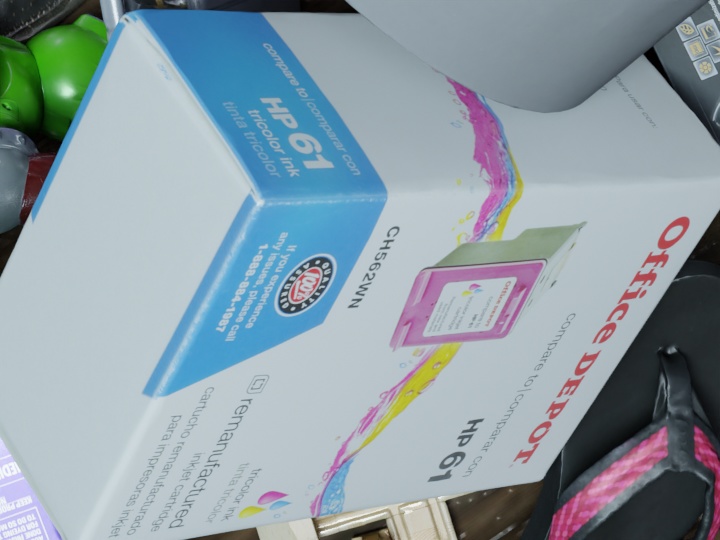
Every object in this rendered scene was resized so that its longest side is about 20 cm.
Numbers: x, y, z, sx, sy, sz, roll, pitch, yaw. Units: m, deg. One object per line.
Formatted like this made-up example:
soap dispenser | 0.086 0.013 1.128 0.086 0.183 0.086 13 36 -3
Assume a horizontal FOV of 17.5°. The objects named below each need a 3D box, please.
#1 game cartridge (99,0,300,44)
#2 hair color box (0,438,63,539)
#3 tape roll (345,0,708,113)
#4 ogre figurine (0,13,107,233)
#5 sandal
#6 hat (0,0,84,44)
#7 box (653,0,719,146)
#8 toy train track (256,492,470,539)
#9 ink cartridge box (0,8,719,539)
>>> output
game cartridge | -0.059 -0.145 0.756 0.041 0.133 0.200 -6 101 17
hair color box | -0.106 0.137 0.815 0.065 0.109 0.200 -18 99 2
tape roll | 0.026 -0.146 0.691 0.066 0.200 0.200 -38 98 27
ogre figurine | -0.126 -0.028 0.780 0.200 0.098 0.120 -19 64 -5
sandal | 0.093 0.090 0.818 0.075 0.045 0.200 14 112 -20
hat | -0.158 -0.164 0.780 0.200 0.081 0.201 0 100 -1
box | 0.204 -0.044 0.778 0.160 0.044 0.200 -23 111 20
toy train track | 0.057 0.065 0.842 0.200 0.033 0.115 -17 99 2
ink cartridge box | 0.000 0.000 0.725 0.085 0.200 0.145 52 129 31
